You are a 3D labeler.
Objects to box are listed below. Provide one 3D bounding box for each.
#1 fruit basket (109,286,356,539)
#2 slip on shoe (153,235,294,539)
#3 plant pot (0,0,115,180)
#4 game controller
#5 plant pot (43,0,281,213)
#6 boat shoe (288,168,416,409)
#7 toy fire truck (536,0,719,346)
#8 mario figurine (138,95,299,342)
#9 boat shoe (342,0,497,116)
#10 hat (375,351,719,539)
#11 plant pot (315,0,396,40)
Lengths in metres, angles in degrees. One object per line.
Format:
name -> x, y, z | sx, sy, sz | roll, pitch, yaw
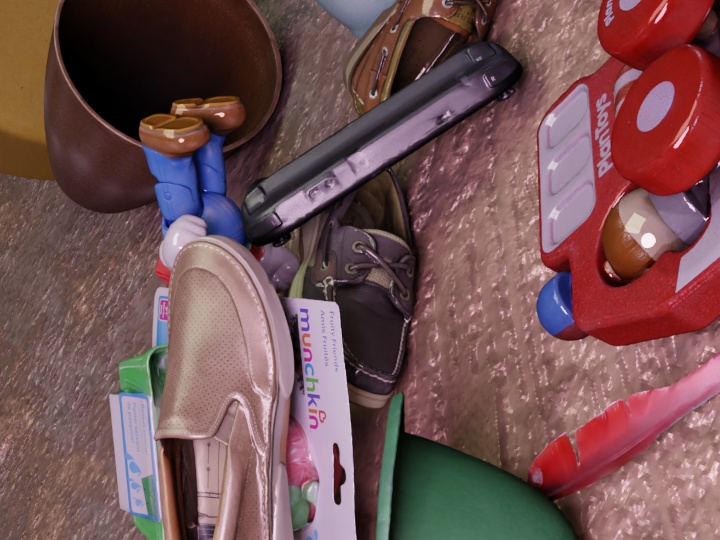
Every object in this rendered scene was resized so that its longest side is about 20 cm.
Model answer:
fruit basket -> -0.069, 0.106, 1.006 | 0.200, 0.093, 0.186 | 6, 102, 58
slip on shoe -> -0.081, 0.081, 0.935 | 0.076, 0.061, 0.201 | -4, 88, 38
plant pot -> -0.295, -0.185, 1.608 | 0.195, 0.200, 0.195 | -68, 12, -15
game controller -> 0.010, -0.081, 1.088 | 0.200, 0.042, 0.104 | -32, 6, 3
plant pot -> -0.186, -0.131, 1.439 | 0.200, 0.186, 0.187 | 133, 154, -55
boat shoe -> 0.001, 0.000, 1.064 | 0.066, 0.072, 0.201 | -52, 23, 28
toy fire truck -> 0.144, -0.047, 0.818 | 0.168, 0.112, 0.200 | -46, 29, 39
mario figurine -> -0.085, -0.012, 1.155 | 0.106, 0.123, 0.201 | 30, 132, 55
boat shoe -> 0.062, -0.175, 1.143 | 0.200, 0.072, 0.068 | -60, 28, 24
hat -> 0.095, 0.141, 0.820 | 0.200, 0.175, 0.166 | 91, -177, -54
plant pot -> 0.007, -0.281, 1.263 | 0.200, 0.134, 0.201 | -42, 32, 34
